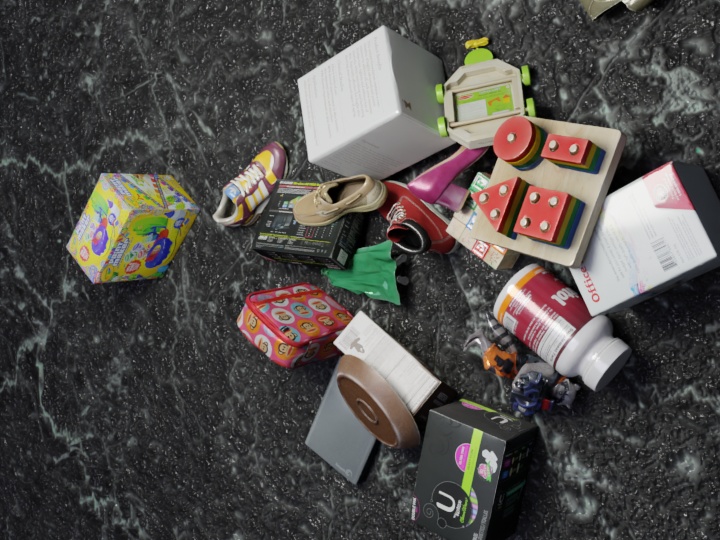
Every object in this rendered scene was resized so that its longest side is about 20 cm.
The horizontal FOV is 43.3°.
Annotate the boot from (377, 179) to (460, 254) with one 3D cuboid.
[{"bbox_3d":[0.063,-0.094,1.554,0.200,0.144,0.073,39,116,30],"label":"boot"}]

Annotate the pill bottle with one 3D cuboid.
[{"bbox_3d":[0.312,0.089,1.399,0.200,0.113,0.113,42,116,26],"label":"pill bottle"}]

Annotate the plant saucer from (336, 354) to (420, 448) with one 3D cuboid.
[{"bbox_3d":[0.022,0.233,1.559,0.200,0.034,0.201,42,156,23],"label":"plant saucer"}]

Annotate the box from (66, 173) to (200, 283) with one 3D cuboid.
[{"bbox_3d":[-0.483,-0.091,1.930,0.122,0.192,0.200,47,119,24],"label":"box"}]

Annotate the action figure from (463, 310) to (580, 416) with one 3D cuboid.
[{"bbox_3d":[0.257,0.149,1.426,0.193,0.200,0.105,31,72,10],"label":"action figure"}]

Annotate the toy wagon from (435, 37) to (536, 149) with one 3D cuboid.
[{"bbox_3d":[0.200,-0.290,1.470,0.154,0.040,0.201,-9,59,14],"label":"toy wagon"}]

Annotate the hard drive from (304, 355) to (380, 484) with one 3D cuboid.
[{"bbox_3d":[-0.017,0.280,1.706,0.139,0.033,0.201,33,112,30],"label":"hard drive"}]

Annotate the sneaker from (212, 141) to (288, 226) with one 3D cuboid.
[{"bbox_3d":[-0.217,-0.166,1.790,0.075,0.090,0.200,44,117,26],"label":"sneaker"}]

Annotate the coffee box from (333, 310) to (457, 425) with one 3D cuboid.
[{"bbox_3d":[0.061,0.172,1.582,0.200,0.114,0.080,41,90,27],"label":"coffee box"}]

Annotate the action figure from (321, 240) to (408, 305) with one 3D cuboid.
[{"bbox_3d":[0.000,0.000,1.663,0.199,0.055,0.119,1,95,44],"label":"action figure"}]

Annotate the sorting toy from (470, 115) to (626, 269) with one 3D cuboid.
[{"bbox_3d":[0.252,-0.126,1.310,0.198,0.069,0.201,20,90,48],"label":"sorting toy"}]

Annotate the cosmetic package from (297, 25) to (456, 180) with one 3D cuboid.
[{"bbox_3d":[0.027,-0.271,1.535,0.199,0.166,0.168,-23,65,35],"label":"cosmetic package"}]

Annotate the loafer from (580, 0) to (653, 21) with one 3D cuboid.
[{"bbox_3d":[0.414,-0.415,1.323,0.199,0.075,0.070,-7,101,41],"label":"loafer"}]

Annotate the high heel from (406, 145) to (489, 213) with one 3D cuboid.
[{"bbox_3d":[0.152,-0.199,1.482,0.096,0.067,0.201,24,86,-8],"label":"high heel"}]

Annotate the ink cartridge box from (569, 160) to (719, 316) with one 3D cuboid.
[{"bbox_3d":[0.409,-0.042,1.297,0.200,0.144,0.146,-30,75,34],"label":"ink cartridge box"}]

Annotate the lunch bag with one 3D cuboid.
[{"bbox_3d":[-0.124,0.092,1.672,0.176,0.200,0.082,39,119,27],"label":"lunch bag"}]

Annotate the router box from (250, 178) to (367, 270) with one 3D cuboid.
[{"bbox_3d":[-0.093,-0.088,1.684,0.199,0.062,0.151,8,71,36],"label":"router box"}]

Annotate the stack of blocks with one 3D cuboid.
[{"bbox_3d":[0.239,-0.116,1.473,0.115,0.058,0.201,41,116,28],"label":"stack of blocks"}]

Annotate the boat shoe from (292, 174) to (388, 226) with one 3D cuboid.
[{"bbox_3d":[-0.048,-0.130,1.588,0.199,0.064,0.072,-14,59,35],"label":"boat shoe"}]

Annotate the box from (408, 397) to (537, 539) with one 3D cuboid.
[{"bbox_3d":[0.187,0.335,1.503,0.148,0.124,0.201,17,104,34],"label":"box"}]
